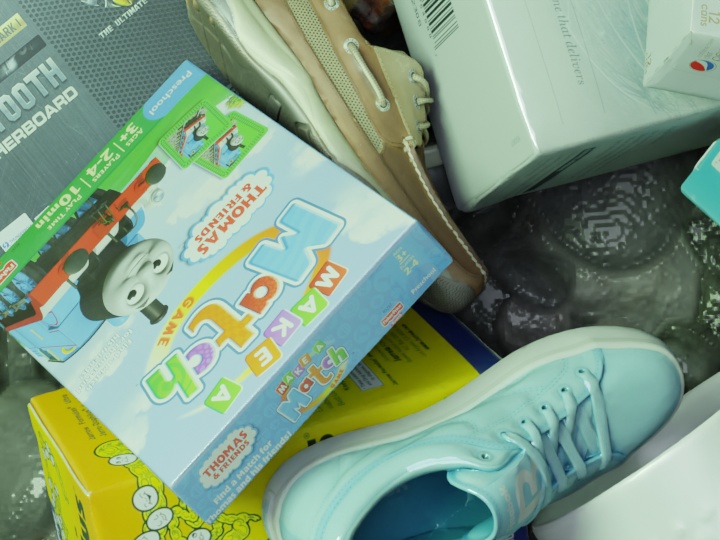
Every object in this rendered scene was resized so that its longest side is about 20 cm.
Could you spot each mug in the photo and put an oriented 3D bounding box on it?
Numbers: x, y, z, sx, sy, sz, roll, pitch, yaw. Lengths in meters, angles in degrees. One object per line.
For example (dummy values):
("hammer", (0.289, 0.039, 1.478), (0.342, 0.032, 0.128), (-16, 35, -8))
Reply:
("mug", (0.206, 0.131, 1.259), (0.200, 0.148, 0.175), (-36, 90, -28))

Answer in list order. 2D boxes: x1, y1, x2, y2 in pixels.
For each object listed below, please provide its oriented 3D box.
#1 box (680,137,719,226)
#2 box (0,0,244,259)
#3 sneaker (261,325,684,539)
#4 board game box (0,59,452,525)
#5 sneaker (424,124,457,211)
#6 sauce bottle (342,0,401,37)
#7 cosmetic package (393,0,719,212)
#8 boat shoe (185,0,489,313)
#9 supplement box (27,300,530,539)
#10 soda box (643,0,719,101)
("box", (0.243, -0.018, 1.237), (0.200, 0.049, 0.082), (28, 104, -34))
("box", (-0.156, -0.091, 1.291), (0.200, 0.051, 0.158), (-39, 101, -8))
("sneaker", (0.062, 0.090, 1.175), (0.200, 0.082, 0.074), (-25, 117, -13))
("board game box", (-0.071, 0.003, 1.196), (0.151, 0.037, 0.200), (-47, 41, -6))
("sneaker", (0.000, 0.000, 1.328), (0.200, 0.075, 0.106), (-21, 102, -3))
("sauce bottle", (-0.035, -0.206, 1.344), (0.066, 0.066, 0.200), (-40, 81, 2))
("cosmetic package", (0.123, -0.155, 1.264), (0.200, 0.123, 0.200), (-15, 83, -18))
("boat shoe", (0.001, -0.072, 1.252), (0.072, 0.076, 0.200), (-36, 87, -14))
("supplement box", (-0.036, 0.099, 1.248), (0.200, 0.110, 0.109), (-16, 114, -15))
("soda box", (0.167, -0.174, 1.171), (0.068, 0.064, 0.200), (10, 70, -11))
